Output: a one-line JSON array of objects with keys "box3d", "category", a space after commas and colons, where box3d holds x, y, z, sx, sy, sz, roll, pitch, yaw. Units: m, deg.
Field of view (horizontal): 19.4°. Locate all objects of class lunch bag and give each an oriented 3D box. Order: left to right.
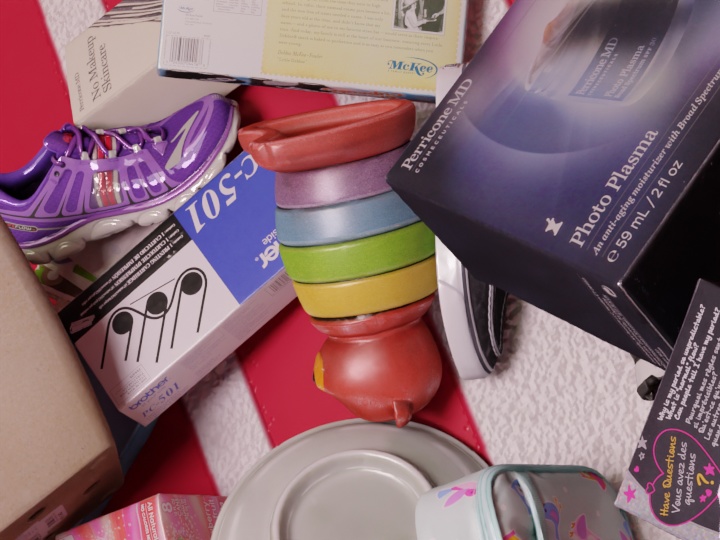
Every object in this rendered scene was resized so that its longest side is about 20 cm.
[{"box3d": [0.108, 0.214, 1.220, 0.077, 0.160, 0.201, -23, 70, 32], "category": "lunch bag"}]

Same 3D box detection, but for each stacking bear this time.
[{"box3d": [0.000, 0.000, 1.345, 0.113, 0.121, 0.201, -13, 101, -7], "category": "stacking bear"}]

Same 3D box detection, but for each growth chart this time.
[{"box3d": [-0.177, -0.020, 1.520, 0.200, 0.018, 0.145, 38, 85, 32], "category": "growth chart"}]

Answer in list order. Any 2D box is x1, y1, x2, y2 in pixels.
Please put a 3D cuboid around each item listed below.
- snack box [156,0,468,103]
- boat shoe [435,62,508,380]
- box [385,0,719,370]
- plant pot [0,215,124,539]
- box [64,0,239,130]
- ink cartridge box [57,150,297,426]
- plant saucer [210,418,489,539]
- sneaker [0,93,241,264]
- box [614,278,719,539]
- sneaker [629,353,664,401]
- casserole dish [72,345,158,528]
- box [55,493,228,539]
[{"box3d": [-0.029, -0.177, 1.379, 0.199, 0.037, 0.117, 6, 86, -3], "category": "snack box"}, {"box3d": [0.086, -0.031, 1.330, 0.067, 0.072, 0.201, -2, 88, 13], "category": "boat shoe"}, {"box3d": [0.156, -0.071, 1.191, 0.198, 0.123, 0.200, 26, 76, 47], "category": "box"}, {"box3d": [-0.266, 0.106, 1.420, 0.200, 0.200, 0.177, -39, 79, -14], "category": "plant pot"}, {"box3d": [-0.116, -0.169, 1.485, 0.200, 0.068, 0.082, -34, 51, 27], "category": "box"}, {"box3d": [-0.105, 0.005, 1.439, 0.200, 0.044, 0.094, -41, 61, 4], "category": "ink cartridge box"}, {"box3d": [0.000, 0.168, 1.305, 0.199, 0.050, 0.201, -4, 55, 5], "category": "plant saucer"}, {"box3d": [-0.176, -0.073, 1.473, 0.199, 0.084, 0.081, -25, 35, 10], "category": "sneaker"}, {"box3d": [0.243, 0.093, 1.112, 0.114, 0.200, 0.133, 26, 99, 37], "category": "box"}, {"box3d": [0.223, -0.010, 1.224, 0.200, 0.066, 0.091, -38, 66, 29], "category": "sneaker"}, {"box3d": [-0.210, 0.119, 1.540, 0.121, 0.039, 0.200, 43, 108, 33], "category": "casserole dish"}, {"box3d": [-0.123, 0.260, 1.421, 0.102, 0.095, 0.201, -23, 71, 31], "category": "box"}]
